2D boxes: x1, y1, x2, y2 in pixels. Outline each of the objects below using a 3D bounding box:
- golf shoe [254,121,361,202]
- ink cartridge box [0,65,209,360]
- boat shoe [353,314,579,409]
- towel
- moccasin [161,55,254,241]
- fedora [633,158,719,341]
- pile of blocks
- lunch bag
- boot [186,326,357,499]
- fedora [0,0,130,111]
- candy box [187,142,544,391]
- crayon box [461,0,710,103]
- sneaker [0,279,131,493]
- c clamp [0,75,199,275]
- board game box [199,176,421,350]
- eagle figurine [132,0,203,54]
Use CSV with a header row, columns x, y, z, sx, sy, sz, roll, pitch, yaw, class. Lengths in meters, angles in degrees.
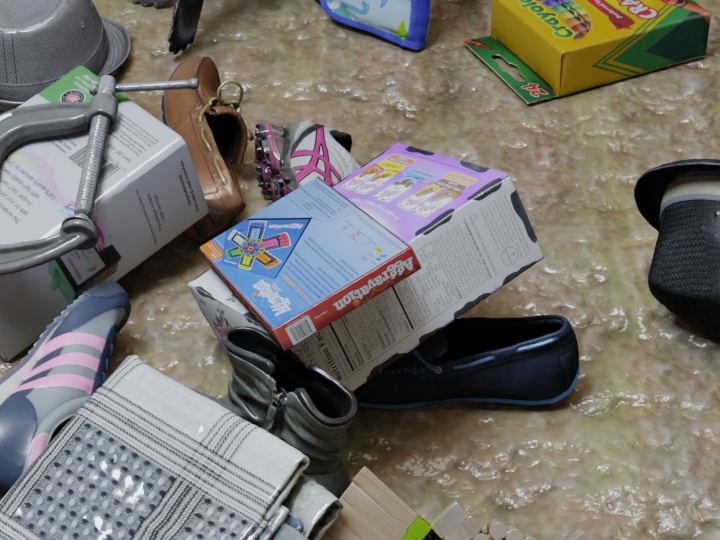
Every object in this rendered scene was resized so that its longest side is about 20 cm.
x,y,z,sx,sy,sz,roll,pitch,yaw,class
-0.028,-0.062,1.401,0.091,0.073,0.201,-6,37,-11,golf shoe
-0.240,-0.047,1.332,0.200,0.084,0.145,-38,50,-21,ink cartridge box
0.056,0.050,1.256,0.198,0.069,0.084,-4,39,-1,boat shoe
-0.136,0.162,1.081,0.199,0.035,0.193,29,67,31,towel
-0.122,-0.111,1.450,0.077,0.074,0.202,-22,35,12,moccasin
0.284,0.000,1.287,0.199,0.201,0.092,17,70,20,fedora
0.067,0.184,1.105,0.198,0.083,0.062,15,-5,4,pile of blocks
0.017,-0.328,1.671,0.127,0.171,0.200,-14,41,-27,lunch bag
-0.079,0.086,1.157,0.199,0.132,0.068,26,43,29,boot
-0.300,-0.229,1.599,0.175,0.091,0.201,8,37,9,fedora
0.000,0.000,1.234,0.199,0.072,0.168,-34,24,-15,candy box
0.210,-0.226,1.641,0.199,0.051,0.127,-18,42,-22,crayon box
-0.200,0.087,1.220,0.082,0.070,0.200,28,45,7,sneaker
-0.218,-0.073,1.273,0.169,0.027,0.201,-1,48,12,c clamp
-0.039,-0.009,1.177,0.102,0.020,0.200,-30,23,-8,board game box
-0.136,-0.314,1.646,0.199,0.152,0.152,-32,86,-1,eagle figurine
